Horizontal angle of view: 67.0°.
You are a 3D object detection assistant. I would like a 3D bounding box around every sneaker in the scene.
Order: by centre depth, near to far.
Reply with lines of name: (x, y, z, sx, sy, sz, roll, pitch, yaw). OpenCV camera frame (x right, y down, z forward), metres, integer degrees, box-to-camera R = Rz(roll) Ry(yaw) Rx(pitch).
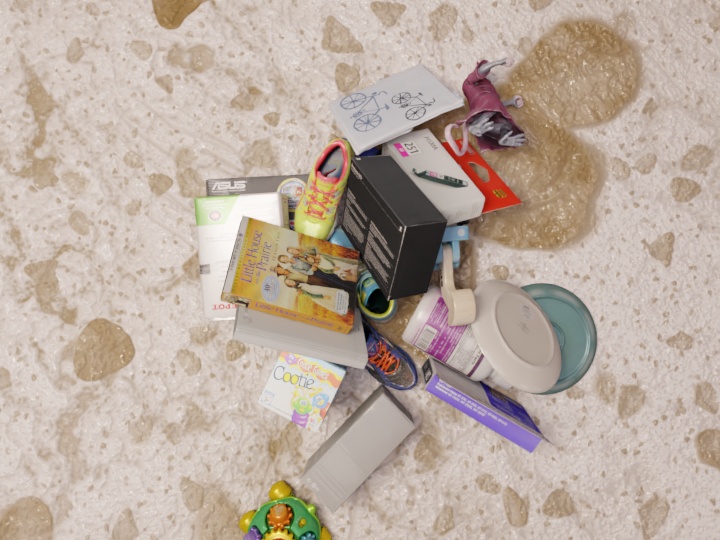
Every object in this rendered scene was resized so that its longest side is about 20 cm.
sneaker: (-0.065, -0.133, 0.917, 0.077, 0.090, 0.202, 18, 92, 0)
sneaker: (0.000, 0.000, 0.936, 0.079, 0.131, 0.201, -37, 87, -1)
sneaker: (0.019, 0.140, 0.956, 0.199, 0.078, 0.076, 40, 90, 2)

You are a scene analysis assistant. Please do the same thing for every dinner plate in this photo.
dinner plate: (0.262, 0.100, 0.890, 0.198, 0.024, 0.202, 20, 51, -25)

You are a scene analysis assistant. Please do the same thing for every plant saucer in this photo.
plant saucer: (0.330, 0.124, 0.977, 0.197, 0.027, 0.203, 0, 88, 2)

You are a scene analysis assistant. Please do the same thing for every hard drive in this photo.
hard drive: (-0.090, 0.079, 0.830, 0.198, 0.132, 0.026, 16, 119, -17)

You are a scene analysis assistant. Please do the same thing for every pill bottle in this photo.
pill bottle: (0.180, 0.118, 0.930, 0.199, 0.112, 0.113, 29, 89, 7)

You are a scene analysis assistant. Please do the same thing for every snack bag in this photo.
snack bag: (0.055, -0.285, 0.940, 0.198, 0.022, 0.189, -25, 43, -2)

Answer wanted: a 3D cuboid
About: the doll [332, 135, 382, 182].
doll: (0.037, -0.173, 0.982, 0.198, 0.048, 0.138, 17, 89, 2)

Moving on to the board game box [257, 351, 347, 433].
board game box: (-0.085, 0.175, 0.896, 0.104, 0.200, 0.104, 26, 88, 2)

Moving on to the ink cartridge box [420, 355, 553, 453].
ink cartridge box: (0.195, 0.217, 0.889, 0.197, 0.200, 0.044, 30, 93, 2)

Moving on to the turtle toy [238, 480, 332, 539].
turtle toy: (-0.150, 0.477, 0.935, 0.200, 0.101, 0.146, -44, 88, -1)

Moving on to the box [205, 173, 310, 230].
box: (-0.175, -0.087, 0.985, 0.197, 0.044, 0.162, -2, 89, 1)

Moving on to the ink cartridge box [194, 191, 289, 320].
ink cartridge box: (-0.191, -0.024, 0.918, 0.143, 0.084, 0.203, -3, 94, 1)

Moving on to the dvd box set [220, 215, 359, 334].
dvd box set: (-0.100, 0.005, 0.831, 0.198, 0.029, 0.148, 17, 52, -15)

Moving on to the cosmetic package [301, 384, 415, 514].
cosmetic package: (-0.002, 0.300, 0.938, 0.200, 0.107, 0.090, -43, 87, 1)

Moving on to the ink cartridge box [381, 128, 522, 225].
ink cartridge box: (0.151, -0.167, 0.908, 0.172, 0.044, 0.201, -16, 51, -16)

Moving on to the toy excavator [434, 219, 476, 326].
toy excavator: (0.139, -0.020, 0.907, 0.099, 0.194, 0.203, -7, 94, -10)

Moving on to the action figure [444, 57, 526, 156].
action figure: (0.215, -0.285, 0.951, 0.148, 0.134, 0.202, -24, 49, 17)

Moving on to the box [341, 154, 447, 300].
box: (0.045, -0.074, 0.873, 0.078, 0.142, 0.201, -11, 43, -21)
